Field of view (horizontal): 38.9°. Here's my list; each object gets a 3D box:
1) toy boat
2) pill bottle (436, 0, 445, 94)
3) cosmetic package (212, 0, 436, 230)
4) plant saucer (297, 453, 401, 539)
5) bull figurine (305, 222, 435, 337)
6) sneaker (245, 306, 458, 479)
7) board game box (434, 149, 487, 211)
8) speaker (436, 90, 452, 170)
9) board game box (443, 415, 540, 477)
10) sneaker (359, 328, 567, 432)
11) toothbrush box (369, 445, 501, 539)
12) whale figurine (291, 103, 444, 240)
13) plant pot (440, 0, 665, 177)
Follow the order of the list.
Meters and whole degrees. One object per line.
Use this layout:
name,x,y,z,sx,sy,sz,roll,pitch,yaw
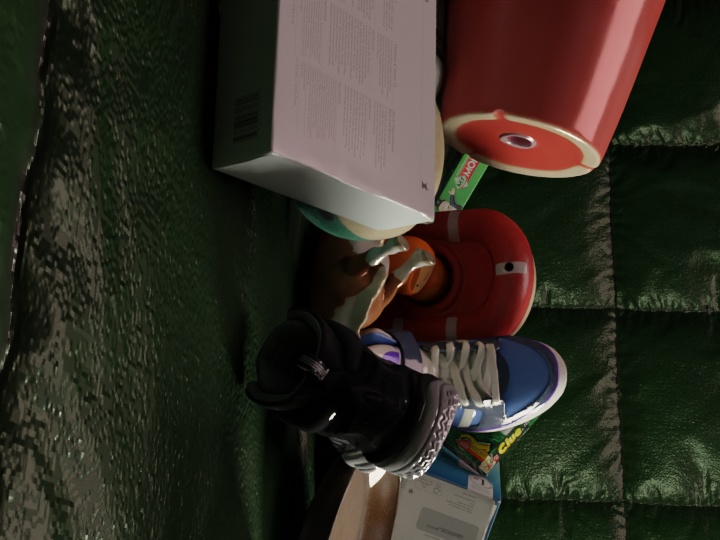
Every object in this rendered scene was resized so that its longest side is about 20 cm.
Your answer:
toy boat,0.057,0.004,0.925,0.131,0.197,0.133,28,61,-67
pill bottle,0.016,-0.203,0.868,0.114,0.112,0.203,72,19,-69
cosmetic package,-0.014,-0.140,0.602,0.150,0.051,0.204,17,70,-48
plant saucer,-0.014,0.217,0.779,0.200,0.032,0.204,13,90,-72
bull figurine,0.000,0.000,0.814,0.065,0.121,0.201,41,26,-28
sneaker,-0.016,0.074,0.655,0.076,0.113,0.200,-61,-170,-12
board game box,0.126,-0.141,1.079,0.136,0.029,0.200,-62,-178,26
speaker,0.049,-0.122,1.074,0.201,0.087,0.089,110,-12,-51
board game box,0.077,0.099,0.961,0.105,0.199,0.024,-46,138,-14
sneaker,0.060,0.089,0.848,0.146,0.197,0.082,28,58,-62
toothbrush box,0.052,0.189,0.965,0.200,0.144,0.086,-62,172,-77
whale figurine,-0.021,-0.115,0.711,0.201,0.103,0.160,60,43,-28
plant pot,0.154,-0.188,0.878,0.201,0.197,0.180,62,42,-75
